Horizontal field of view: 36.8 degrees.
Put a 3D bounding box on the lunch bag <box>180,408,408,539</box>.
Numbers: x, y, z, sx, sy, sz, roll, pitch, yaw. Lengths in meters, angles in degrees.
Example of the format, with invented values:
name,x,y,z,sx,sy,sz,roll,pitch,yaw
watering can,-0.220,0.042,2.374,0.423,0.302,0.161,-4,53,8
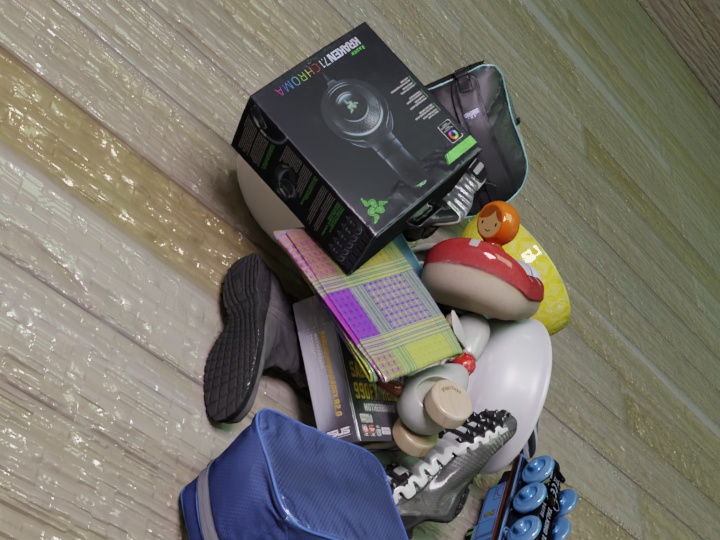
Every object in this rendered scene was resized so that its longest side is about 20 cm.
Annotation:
name,x,y,z,sx,sy,sz,roll,pitch,yaw
lunch bag,-0.059,0.233,0.982,0.199,0.132,0.137,31,26,-38

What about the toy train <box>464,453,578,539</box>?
name,x,y,z,sx,sy,sz,roll,pitch,yaw
toy train,0.190,0.305,1.303,0.087,0.113,0.201,54,32,-17

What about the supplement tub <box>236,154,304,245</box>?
name,x,y,z,sx,sy,sz,roll,pitch,yaw
supplement tub,-0.027,-0.125,1.241,0.199,0.144,0.146,-34,94,-30

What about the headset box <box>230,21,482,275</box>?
name,x,y,z,sx,sy,sz,roll,pitch,yaw
headset box,0.001,-0.121,1.109,0.174,0.093,0.200,-37,82,-30

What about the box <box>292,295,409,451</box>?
name,x,y,z,sx,sy,sz,roll,pitch,yaw
box,0.005,0.117,1.195,0.199,0.048,0.161,21,54,-64

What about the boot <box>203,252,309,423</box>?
name,x,y,z,sx,sy,sz,roll,pitch,yaw
boot,-0.088,0.090,1.120,0.132,0.069,0.202,45,40,-38

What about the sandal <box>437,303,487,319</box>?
name,x,y,z,sx,sy,sz,roll,pitch,yaw
sandal,0.100,0.067,1.422,0.198,0.082,0.055,21,26,-38

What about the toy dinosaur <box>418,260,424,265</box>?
name,x,y,z,sx,sy,sz,roll,pitch,yaw
toy dinosaur,0.000,0.000,1.280,0.199,0.102,0.078,-4,67,-60

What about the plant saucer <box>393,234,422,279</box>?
name,x,y,z,sx,sy,sz,roll,pitch,yaw
plant saucer,0.023,0.022,1.192,0.071,0.019,0.200,59,29,-10

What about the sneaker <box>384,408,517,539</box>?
name,x,y,z,sx,sy,sz,roll,pitch,yaw
sneaker,0.097,0.230,1.209,0.198,0.066,0.092,-29,111,-19

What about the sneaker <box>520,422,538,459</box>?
name,x,y,z,sx,sy,sz,roll,pitch,yaw
sneaker,0.207,0.151,1.470,0.087,0.073,0.204,-31,119,-70

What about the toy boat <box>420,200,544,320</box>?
name,x,y,z,sx,sy,sz,roll,pitch,yaw
toy boat,0.151,-0.016,1.264,0.200,0.129,0.133,9,94,-72

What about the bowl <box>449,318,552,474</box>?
name,x,y,z,sx,sy,sz,roll,pitch,yaw
bowl,0.143,0.138,1.324,0.089,0.202,0.203,22,43,-16

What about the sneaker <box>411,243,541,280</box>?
name,x,y,z,sx,sy,sz,roll,pitch,yaw
sneaker,0.139,0.007,1.408,0.071,0.198,0.074,33,70,-45

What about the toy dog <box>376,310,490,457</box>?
name,x,y,z,sx,sy,sz,roll,pitch,yaw
toy dog,0.075,0.108,1.180,0.096,0.132,0.200,37,20,-5

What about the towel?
name,x,y,z,sx,sy,sz,roll,pitch,yaw
towel,0.010,0.022,1.112,0.142,0.023,0.201,-15,61,-45

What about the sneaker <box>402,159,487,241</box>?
name,x,y,z,sx,sy,sz,roll,pitch,yaw
sneaker,0.077,-0.066,1.264,0.075,0.116,0.200,45,32,5

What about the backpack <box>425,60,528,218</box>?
name,x,y,z,sx,sy,sz,roll,pitch,yaw
backpack,0.150,-0.180,1.580,0.153,0.174,0.203,-128,-165,-89

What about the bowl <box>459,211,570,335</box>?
name,x,y,z,sx,sy,sz,roll,pitch,yaw
bowl,0.186,0.028,1.507,0.107,0.200,0.202,-34,95,-16
